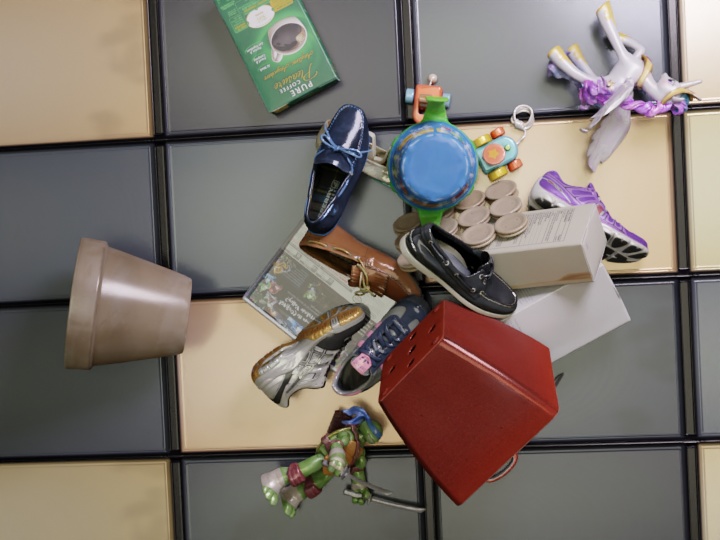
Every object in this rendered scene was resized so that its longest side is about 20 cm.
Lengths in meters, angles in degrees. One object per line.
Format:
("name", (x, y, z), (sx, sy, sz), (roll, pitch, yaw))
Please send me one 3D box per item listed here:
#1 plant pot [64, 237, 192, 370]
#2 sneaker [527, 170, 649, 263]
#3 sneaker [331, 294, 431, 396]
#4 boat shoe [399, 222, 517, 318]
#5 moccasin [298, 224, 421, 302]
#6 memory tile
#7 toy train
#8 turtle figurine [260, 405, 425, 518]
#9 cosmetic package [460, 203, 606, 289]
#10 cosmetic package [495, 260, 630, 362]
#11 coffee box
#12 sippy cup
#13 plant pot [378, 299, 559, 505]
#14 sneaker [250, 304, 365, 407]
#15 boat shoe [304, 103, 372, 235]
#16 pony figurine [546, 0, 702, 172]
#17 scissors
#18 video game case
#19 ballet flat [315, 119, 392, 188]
("plant pot", (-0.348, 0.058, 1.728), (0.173, 0.200, 0.200), (6, 92, -10))
("sneaker", (0.348, -0.083, 1.694), (0.200, 0.081, 0.084), (33, 66, -5))
("sneaker", (0.030, 0.118, 1.672), (0.070, 0.082, 0.200), (44, 123, 12))
("boat shoe", (0.152, -0.005, 1.590), (0.199, 0.075, 0.066), (35, 129, -13))
("moccasin", (0.000, -0.001, 1.701), (0.201, 0.074, 0.078), (36, 60, 3))
("memory tile", (0.145, -0.067, 1.686), (0.200, 0.153, 0.017), (-19, 122, 8))
("toy train", (0.157, -0.213, 1.720), (0.200, 0.056, 0.151), (12, 93, 6))
("turtle figurine", (-0.036, 0.322, 1.710), (0.194, 0.144, 0.200), (-28, 85, 10))
("cosmetic package", (0.245, -0.031, 1.650), (0.200, 0.105, 0.071), (-5, 126, 30))
("cosmetic package", (0.281, 0.063, 1.682), (0.200, 0.081, 0.113), (-28, 116, 4))
("coffee box", (-0.128, -0.354, 1.754), (0.123, 0.044, 0.200), (-28, 88, 7))
("sippy cup", (0.105, -0.149, 1.631), (0.140, 0.130, 0.178), (-33, 94, 4))
("plant pot", (0.135, 0.160, 1.573), (0.176, 0.200, 0.200), (39, 110, -10))
("sneaker", (-0.066, 0.131, 1.732), (0.200, 0.076, 0.088), (-34, 104, 9))
("boat shoe", (-0.031, -0.150, 1.672), (0.084, 0.069, 0.200), (9, 83, 11))
("pony figurine", (0.369, -0.265, 1.662), (0.193, 0.167, 0.200), (-41, 71, -2))
("scissors", (0.251, 0.244, 1.743), (0.200, 0.014, 0.073), (-38, 85, 5))
("video game case", (-0.052, 0.033, 1.766), (0.200, 0.023, 0.182), (38, 94, 3))
("ballet flat", (0.025, -0.171, 1.725), (0.200, 0.067, 0.062), (22, 122, 5))
